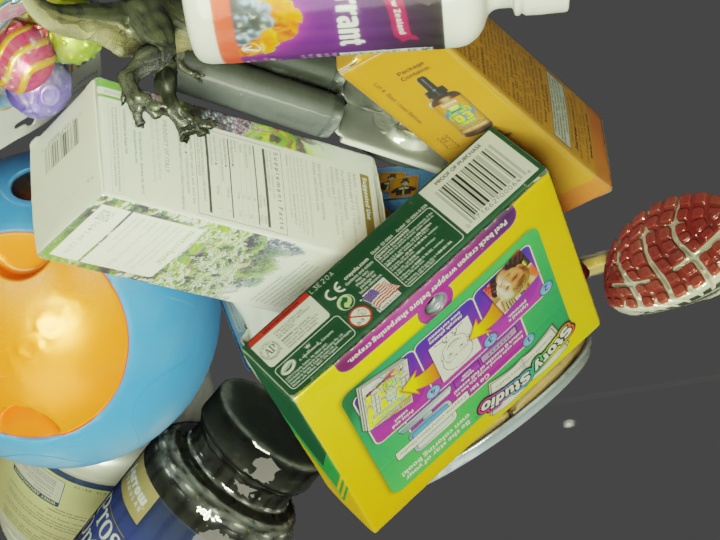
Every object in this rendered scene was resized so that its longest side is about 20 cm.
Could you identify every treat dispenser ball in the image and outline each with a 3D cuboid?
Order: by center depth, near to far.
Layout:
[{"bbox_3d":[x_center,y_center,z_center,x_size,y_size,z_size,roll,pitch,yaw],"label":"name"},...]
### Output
[{"bbox_3d":[-0.188,0.023,1.246,0.200,0.201,0.201,-1,146,0],"label":"treat dispenser ball"}]

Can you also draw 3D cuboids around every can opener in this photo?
[{"bbox_3d":[-0.035,-0.099,1.200,0.200,0.053,0.067,16,149,-19],"label":"can opener"}]

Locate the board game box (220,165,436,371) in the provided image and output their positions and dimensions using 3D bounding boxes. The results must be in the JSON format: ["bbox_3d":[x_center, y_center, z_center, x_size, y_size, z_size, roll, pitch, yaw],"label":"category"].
[{"bbox_3d":[0.000,0.000,1.312,0.199,0.037,0.151,-3,133,18],"label":"board game box"}]

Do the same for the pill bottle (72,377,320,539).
[{"bbox_3d":[-0.113,0.170,1.284,0.112,0.112,0.200,26,112,-34],"label":"pill bottle"}]

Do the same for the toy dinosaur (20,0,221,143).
[{"bbox_3d":[-0.114,-0.119,1.086,0.047,0.088,0.200,-25,167,37],"label":"toy dinosaur"}]

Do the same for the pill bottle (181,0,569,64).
[{"bbox_3d":[0.008,-0.170,1.045,0.199,0.112,0.112,-4,146,4],"label":"pill bottle"}]

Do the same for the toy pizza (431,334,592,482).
[{"bbox_3d":[0.071,0.092,1.372,0.200,0.200,0.032,-29,98,35],"label":"toy pizza"}]

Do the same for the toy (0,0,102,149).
[{"bbox_3d":[-0.179,-0.131,1.099,0.115,0.047,0.200,-37,153,-26],"label":"toy"}]

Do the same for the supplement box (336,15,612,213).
[{"bbox_3d":[0.070,-0.105,1.186,0.066,0.069,0.200,-25,141,29],"label":"supplement box"}]

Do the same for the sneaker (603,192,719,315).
[{"bbox_3d":[0.256,-0.010,1.318,0.200,0.078,0.082,-19,143,25],"label":"sneaker"}]

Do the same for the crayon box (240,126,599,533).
[{"bbox_3d":[0.043,0.039,1.192,0.200,0.058,0.173,-41,145,-11],"label":"crayon box"}]

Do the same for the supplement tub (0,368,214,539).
[{"bbox_3d":[-0.194,0.129,1.451,0.145,0.145,0.200,8,145,-13],"label":"supplement tub"}]

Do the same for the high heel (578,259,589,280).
[{"bbox_3d":[0.079,0.046,1.401,0.096,0.068,0.200,19,139,-12],"label":"high heel"}]

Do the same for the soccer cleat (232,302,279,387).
[{"bbox_3d":[-0.036,0.066,1.320,0.085,0.069,0.200,28,157,29],"label":"soccer cleat"}]

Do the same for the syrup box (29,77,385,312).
[{"bbox_3d":[-0.087,-0.038,1.165,0.200,0.082,0.079,13,146,-35],"label":"syrup box"}]
